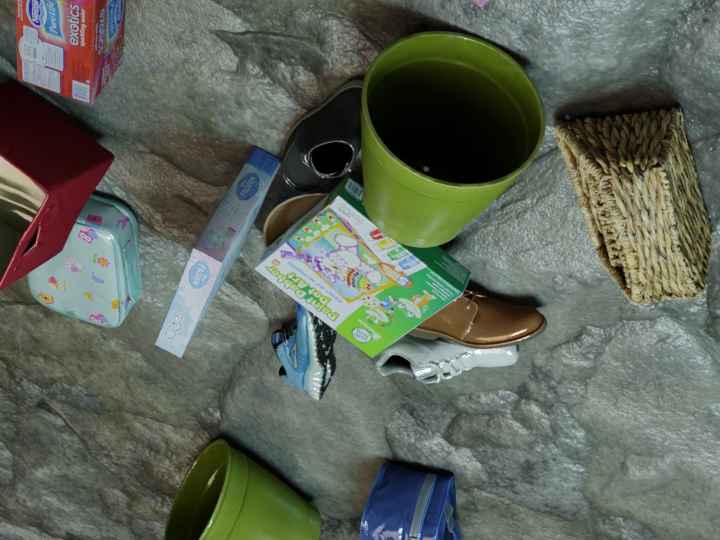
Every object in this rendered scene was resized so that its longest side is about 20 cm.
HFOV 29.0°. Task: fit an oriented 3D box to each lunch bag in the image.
[{"bbox_3d":[-0.379,-0.017,1.923,0.160,0.077,0.200,14,136,9],"label":"lunch bag"},{"bbox_3d":[0.083,0.397,2.080,0.132,0.136,0.200,10,136,15],"label":"lunch bag"}]

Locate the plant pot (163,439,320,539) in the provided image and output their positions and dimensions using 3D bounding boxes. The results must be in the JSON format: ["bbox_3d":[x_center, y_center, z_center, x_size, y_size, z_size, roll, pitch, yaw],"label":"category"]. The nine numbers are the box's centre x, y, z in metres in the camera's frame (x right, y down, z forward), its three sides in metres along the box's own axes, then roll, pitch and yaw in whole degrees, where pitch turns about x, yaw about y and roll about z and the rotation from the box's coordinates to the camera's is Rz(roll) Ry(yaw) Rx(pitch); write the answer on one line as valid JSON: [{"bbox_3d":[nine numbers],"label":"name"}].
[{"bbox_3d":[-0.173,0.392,2.158,0.192,0.201,0.200,27,138,-21],"label":"plant pot"}]

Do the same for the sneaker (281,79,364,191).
[{"bbox_3d":[-0.053,-0.135,1.640,0.075,0.106,0.200,33,140,-10],"label":"sneaker"}]

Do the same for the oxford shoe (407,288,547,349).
[{"bbox_3d":[0.137,0.051,1.769,0.199,0.071,0.071,5,130,22],"label":"oxford shoe"}]

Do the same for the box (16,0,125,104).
[{"bbox_3d":[-0.333,-0.306,1.606,0.099,0.096,0.200,19,137,5],"label":"box"}]

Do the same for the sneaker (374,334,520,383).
[{"bbox_3d":[0.112,0.114,1.828,0.199,0.087,0.075,-1,129,23],"label":"sneaker"}]

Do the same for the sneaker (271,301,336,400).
[{"bbox_3d":[-0.085,0.099,1.909,0.090,0.078,0.200,17,136,12],"label":"sneaker"}]

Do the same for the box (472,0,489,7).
[{"bbox_3d":[0.158,-0.372,1.267,0.097,0.176,0.200,37,135,-14],"label":"box"}]

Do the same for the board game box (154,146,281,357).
[{"bbox_3d":[-0.179,-0.023,1.740,0.043,0.199,0.200,27,136,-3],"label":"board game box"}]

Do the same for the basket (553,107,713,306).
[{"bbox_3d":[0.293,-0.059,1.537,0.148,0.143,0.200,-4,130,26],"label":"basket"}]

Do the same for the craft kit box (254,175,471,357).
[{"bbox_3d":[0.000,0.000,1.728,0.200,0.049,0.197,37,139,-14],"label":"craft kit box"}]

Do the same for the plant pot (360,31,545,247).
[{"bbox_3d":[0.081,-0.127,1.549,0.200,0.201,0.193,23,149,1],"label":"plant pot"}]

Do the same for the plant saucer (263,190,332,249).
[{"bbox_3d":[-0.023,-0.037,1.768,0.199,0.036,0.201,10,139,9],"label":"plant saucer"}]

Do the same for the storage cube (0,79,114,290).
[{"bbox_3d":[-0.448,-0.110,1.739,0.200,0.180,0.171,36,116,4],"label":"storage cube"}]
